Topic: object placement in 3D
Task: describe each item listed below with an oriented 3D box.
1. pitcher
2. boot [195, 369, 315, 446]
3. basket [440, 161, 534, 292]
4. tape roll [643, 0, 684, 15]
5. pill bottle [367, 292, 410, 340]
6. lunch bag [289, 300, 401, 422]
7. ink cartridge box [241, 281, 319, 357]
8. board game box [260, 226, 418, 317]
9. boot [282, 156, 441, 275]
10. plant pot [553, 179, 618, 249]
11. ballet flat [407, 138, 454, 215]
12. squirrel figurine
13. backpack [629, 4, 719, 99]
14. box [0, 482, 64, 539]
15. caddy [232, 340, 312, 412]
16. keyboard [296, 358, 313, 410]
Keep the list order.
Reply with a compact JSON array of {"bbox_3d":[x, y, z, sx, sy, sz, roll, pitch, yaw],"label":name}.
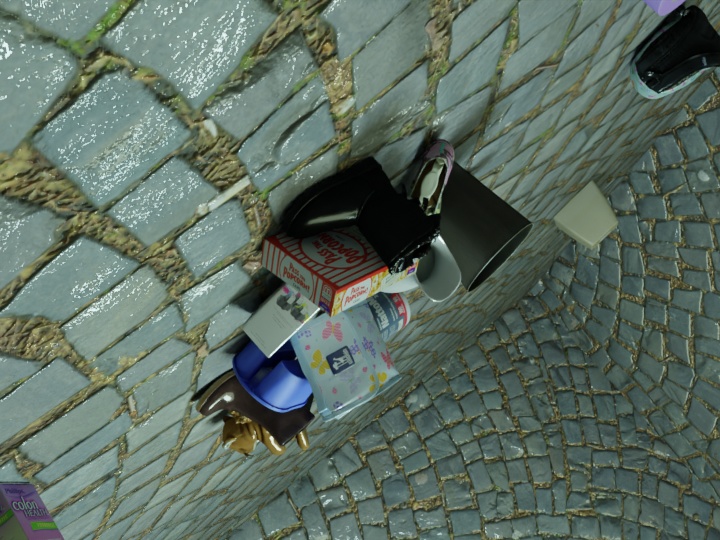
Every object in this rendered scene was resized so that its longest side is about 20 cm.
[{"bbox_3d":[0.061,-0.043,1.157,0.120,0.176,0.198,-29,-159,-27],"label":"pitcher"},{"bbox_3d":[-0.198,0.267,1.332,0.198,0.167,0.073,-27,160,-40],"label":"boot"},{"bbox_3d":[0.189,-0.095,1.263,0.135,0.201,0.181,-24,158,-45],"label":"basket"},{"bbox_3d":[0.594,-0.570,1.259,0.198,0.066,0.201,-38,164,-13],"label":"tape roll"},{"bbox_3d":[0.004,0.114,1.504,0.198,0.120,0.120,-32,162,-31],"label":"pill bottle"},{"bbox_3d":[-0.032,0.160,1.240,0.126,0.173,0.198,-29,172,31],"label":"lunch bag"},{"bbox_3d":[-0.093,0.037,1.118,0.199,0.068,0.115,-43,-174,3],"label":"ink cartridge box"},{"bbox_3d":[-0.026,-0.020,1.029,0.198,0.150,0.047,-26,139,-45],"label":"board game box"},{"bbox_3d":[0.008,-0.062,0.990,0.196,0.163,0.074,-34,161,-25],"label":"boot"},{"bbox_3d":[0.878,-0.196,2.667,0.200,0.178,0.199,-44,163,11],"label":"plant pot"},{"bbox_3d":[0.109,-0.124,1.181,0.072,0.068,0.204,-59,168,-52],"label":"ballet flat"},{"bbox_3d":[-0.220,0.306,1.484,0.182,0.143,0.203,-18,126,4],"label":"squirrel figurine"},{"bbox_3d":[0.735,-0.494,1.633,0.198,0.169,0.126,-38,170,9],"label":"backpack"},{"bbox_3d":[-0.511,0.441,0.982,0.175,0.201,0.097,-39,164,-6],"label":"box"},{"bbox_3d":[-0.154,0.188,1.288,0.106,0.141,0.199,-49,162,12],"label":"caddy"},{"bbox_3d":[-0.123,0.226,1.492,0.202,0.038,0.106,-77,158,-51],"label":"keyboard"}]
